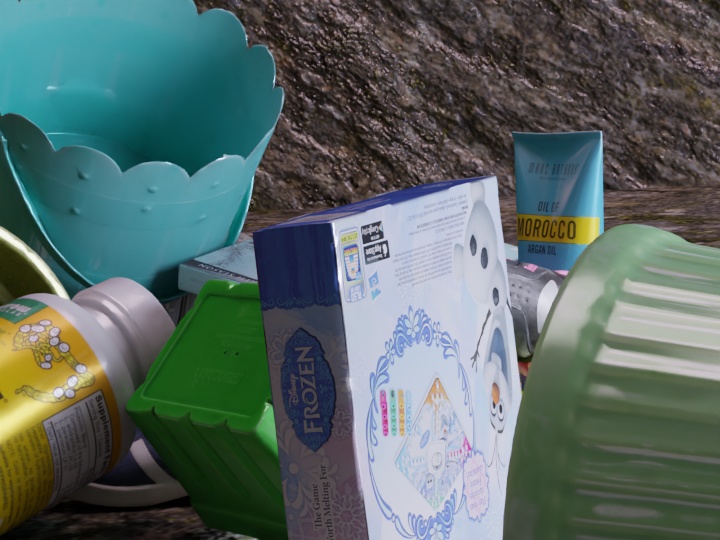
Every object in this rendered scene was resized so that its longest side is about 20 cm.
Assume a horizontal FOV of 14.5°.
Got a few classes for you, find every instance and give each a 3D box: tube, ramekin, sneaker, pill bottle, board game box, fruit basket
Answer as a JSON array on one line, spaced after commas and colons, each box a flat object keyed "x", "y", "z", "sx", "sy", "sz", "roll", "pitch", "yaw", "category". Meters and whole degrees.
[{"x": 0.119, "y": 0.018, "z": 1.660, "sx": 0.050, "sy": 0.201, "sz": 0.077, "roll": -6, "pitch": 6, "yaw": -43, "category": "tube"}, {"x": 0.132, "y": 0.086, "z": 1.010, "sx": 0.097, "sy": 0.201, "sz": 0.200, "roll": 5, "pitch": 9, "yaw": 25, "category": "ramekin"}, {"x": 0.053, "y": 0.023, "z": 1.627, "sx": 0.095, "sy": 0.079, "sz": 0.200, "roll": 18, "pitch": -16, "yaw": -30, "category": "sneaker"}, {"x": -0.197, "y": 0.081, "z": 1.587, "sx": 0.200, "sy": 0.113, "sz": 0.113, "roll": -28, "pitch": 18, "yaw": -36, "category": "pill bottle"}, {"x": 0.021, "y": 0.066, "z": 1.279, "sx": 0.043, "sy": 0.200, "sz": 0.200, "roll": -6, "pitch": 5, "yaw": 24, "category": "board game box"}, {"x": -0.101, "y": 0.095, "z": 1.712, "sx": 0.199, "sy": 0.085, "sz": 0.075, "roll": -4, "pitch": 6, "yaw": 18, "category": "sneaker"}, {"x": 0.003, "y": 0.092, "z": 1.559, "sx": 0.215, "sy": 0.156, "sz": 0.216, "roll": 30, "pitch": -15, "yaw": 9, "category": "fruit basket"}]

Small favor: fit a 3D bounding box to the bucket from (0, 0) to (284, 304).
[{"x": -0.160, "y": -0.081, "z": 1.826, "sx": 0.206, "sy": 0.135, "sz": 0.208, "roll": 11, "pitch": 40, "yaw": -10, "category": "bucket"}]

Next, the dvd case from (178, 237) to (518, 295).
[{"x": 0.000, "y": 0.000, "z": 1.821, "sx": 0.146, "sy": 0.022, "sz": 0.200, "roll": 17, "pitch": 23, "yaw": 32, "category": "dvd case"}]

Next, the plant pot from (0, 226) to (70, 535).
[{"x": -0.292, "y": 0.075, "z": 1.705, "sx": 0.200, "sy": 0.201, "sz": 0.184, "roll": -10, "pitch": -4, "yaw": -35, "category": "plant pot"}]

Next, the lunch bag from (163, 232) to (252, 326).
[{"x": -0.102, "y": 0.042, "z": 2.063, "sx": 0.167, "sy": 0.140, "sz": 0.200, "roll": 10, "pitch": 6, "yaw": -2, "category": "lunch bag"}]
